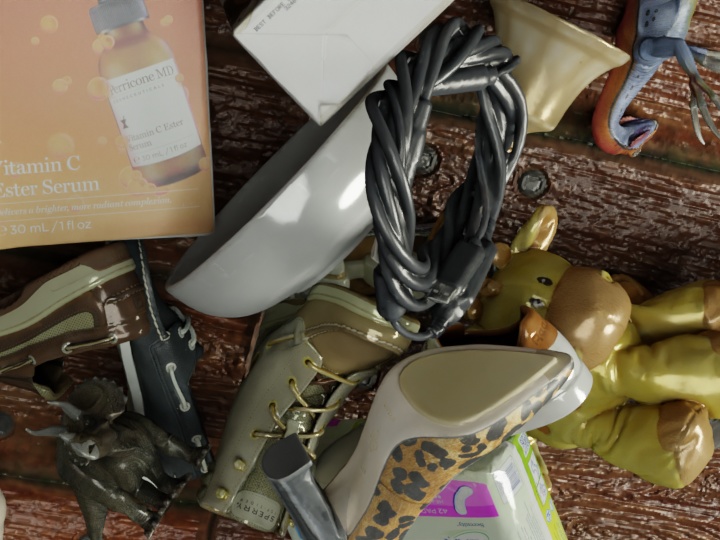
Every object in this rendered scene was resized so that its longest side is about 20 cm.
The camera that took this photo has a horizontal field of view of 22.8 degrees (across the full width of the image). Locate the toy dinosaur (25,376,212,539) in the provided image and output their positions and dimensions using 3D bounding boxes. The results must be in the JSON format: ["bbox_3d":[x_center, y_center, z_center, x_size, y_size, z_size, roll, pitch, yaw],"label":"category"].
[{"bbox_3d":[-0.165,0.125,1.192,0.102,0.200,0.077,35,67,-1],"label":"toy dinosaur"}]

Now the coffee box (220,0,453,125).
[{"bbox_3d":[-0.021,-0.174,1.094,0.113,0.200,0.080,-42,109,7],"label":"coffee box"}]

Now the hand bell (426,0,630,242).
[{"bbox_3d":[0.090,-0.074,1.193,0.104,0.104,0.201,23,97,-18],"label":"hand bell"}]

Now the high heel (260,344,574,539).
[{"bbox_3d":[0.048,0.120,1.107,0.199,0.072,0.143,-22,138,3],"label":"high heel"}]

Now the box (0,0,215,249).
[{"bbox_3d":[-0.175,-0.127,1.132,0.151,0.106,0.201,-5,111,-9],"label":"box"}]

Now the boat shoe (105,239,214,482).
[{"bbox_3d":[-0.137,0.059,1.230,0.060,0.076,0.201,-9,123,-7],"label":"boat shoe"}]

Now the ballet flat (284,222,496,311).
[{"bbox_3d":[0.000,0.000,1.234,0.199,0.072,0.072,-3,110,-10],"label":"ballet flat"}]

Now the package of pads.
[{"bbox_3d":[0.042,0.179,1.249,0.199,0.068,0.155,-3,124,34],"label":"package of pads"}]

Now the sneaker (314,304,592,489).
[{"bbox_3d":[0.043,0.079,1.148,0.199,0.073,0.085,-28,114,21],"label":"sneaker"}]

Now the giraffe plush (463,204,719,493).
[{"bbox_3d":[0.146,0.044,1.220,0.199,0.173,0.162,-16,135,27],"label":"giraffe plush"}]

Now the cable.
[{"bbox_3d":[0.047,-0.069,1.072,0.051,0.200,0.164,5,137,30],"label":"cable"}]

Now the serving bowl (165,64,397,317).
[{"bbox_3d":[-0.033,-0.039,1.137,0.200,0.200,0.066,-44,99,6],"label":"serving bowl"}]

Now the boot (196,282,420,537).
[{"bbox_3d":[-0.038,0.092,1.143,0.072,0.200,0.155,28,73,-17],"label":"boot"}]

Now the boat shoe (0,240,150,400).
[{"bbox_3d":[-0.220,0.053,1.167,0.202,0.075,0.075,-26,92,32],"label":"boat shoe"}]

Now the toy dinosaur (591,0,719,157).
[{"bbox_3d":[0.206,-0.174,1.229,0.181,0.105,0.200,-43,75,20],"label":"toy dinosaur"}]

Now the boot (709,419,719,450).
[{"bbox_3d":[0.311,0.064,1.312,0.199,0.069,0.174,-11,149,-50],"label":"boot"}]

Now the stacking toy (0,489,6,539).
[{"bbox_3d":[-0.353,0.194,1.220,0.199,0.146,0.147,10,108,3],"label":"stacking toy"}]
